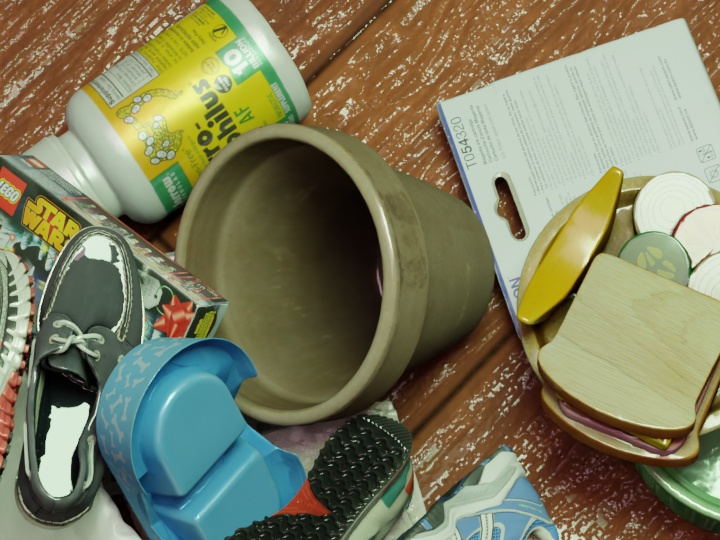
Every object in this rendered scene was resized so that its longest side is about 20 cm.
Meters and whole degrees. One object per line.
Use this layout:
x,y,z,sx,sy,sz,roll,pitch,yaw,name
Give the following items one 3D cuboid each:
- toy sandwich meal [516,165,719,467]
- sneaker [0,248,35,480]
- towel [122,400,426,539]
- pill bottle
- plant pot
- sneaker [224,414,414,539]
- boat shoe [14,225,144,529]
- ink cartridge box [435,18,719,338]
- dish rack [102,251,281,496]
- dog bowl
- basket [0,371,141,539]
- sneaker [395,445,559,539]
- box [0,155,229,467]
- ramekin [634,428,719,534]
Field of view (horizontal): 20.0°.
0.190,0.023,1.337,0.203,0.070,0.207,-2,70,5,toy sandwich meal
-0.256,0.065,1.294,0.081,0.078,0.201,15,50,-12,sneaker
-0.052,0.176,1.406,0.198,0.034,0.134,-19,94,-1,towel
-0.144,-0.106,1.492,0.199,0.113,0.113,-35,72,-8,pill bottle
0.000,0.000,1.395,0.199,0.174,0.203,3,94,41,plant pot
-0.030,0.189,1.323,0.070,0.094,0.200,26,58,32,sneaker
-0.176,0.063,1.299,0.072,0.063,0.202,12,73,-9,boat shoe
0.178,-0.064,1.488,0.198,0.043,0.198,-19,70,1,ink cartridge box
-0.140,0.075,1.466,0.198,0.044,0.173,-10,70,1,dish rack
-0.104,0.125,1.311,0.049,0.201,0.112,17,52,40,dog bowl
-0.275,0.201,1.341,0.197,0.161,0.201,-24,67,-35,basket
0.063,0.193,1.347,0.077,0.076,0.200,49,50,5,sneaker
-0.196,0.029,1.403,0.199,0.040,0.138,35,109,26,box
0.270,0.087,1.399,0.198,0.098,0.202,-1,71,4,ramekin
